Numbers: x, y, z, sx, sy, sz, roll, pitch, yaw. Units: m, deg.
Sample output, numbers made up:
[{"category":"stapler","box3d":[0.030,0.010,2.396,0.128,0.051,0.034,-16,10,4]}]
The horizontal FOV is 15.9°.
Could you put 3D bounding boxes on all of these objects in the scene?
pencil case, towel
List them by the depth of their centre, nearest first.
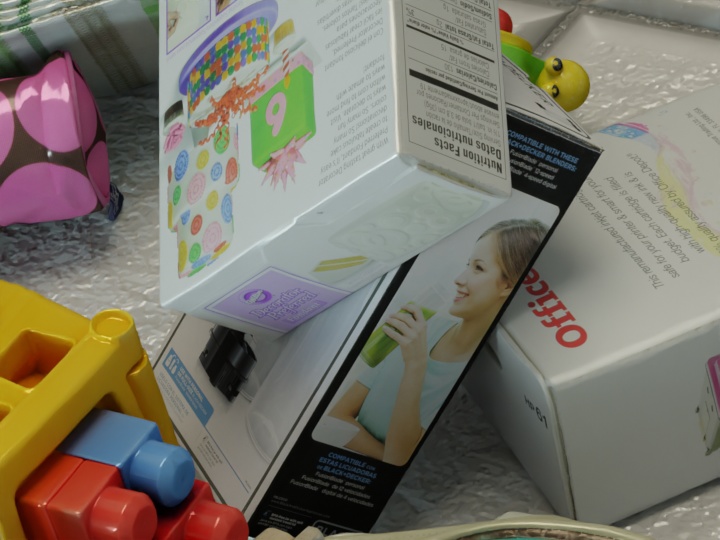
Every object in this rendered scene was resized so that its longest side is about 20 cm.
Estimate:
[{"category":"pencil case","box3d":[-0.217,-0.040,1.228,0.198,0.091,0.094,-16,26,-1]},{"category":"towel","box3d":[-0.157,-0.110,1.264,0.198,0.149,0.031,-16,79,0]}]

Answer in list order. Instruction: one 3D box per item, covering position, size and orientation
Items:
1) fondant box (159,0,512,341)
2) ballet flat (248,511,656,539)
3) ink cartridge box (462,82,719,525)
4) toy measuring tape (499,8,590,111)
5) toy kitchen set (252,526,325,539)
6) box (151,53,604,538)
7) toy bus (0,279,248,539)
[{"category":"fondant box","box3d":[-0.015,-0.093,0.992,0.144,0.058,0.201,-31,50,42]},{"category":"ballet flat","box3d":[0.034,0.118,0.970,0.198,0.070,0.070,-5,37,10]},{"category":"ink cartridge box","box3d":[0.138,0.005,1.066,0.199,0.085,0.145,-21,37,-12]},{"category":"toy measuring tape","box3d":[0.013,-0.097,1.242,0.198,0.074,0.074,6,40,22]},{"category":"toy kitchen set","box3d":[-0.091,0.149,0.880,0.180,0.164,0.200,19,47,36]},{"category":"box","box3d":[0.000,0.000,1.030,0.060,0.201,0.117,20,20,-36]},{"category":"toy bus","box3d":[-0.149,0.101,0.980,0.191,0.136,0.200,15,46,33]}]
